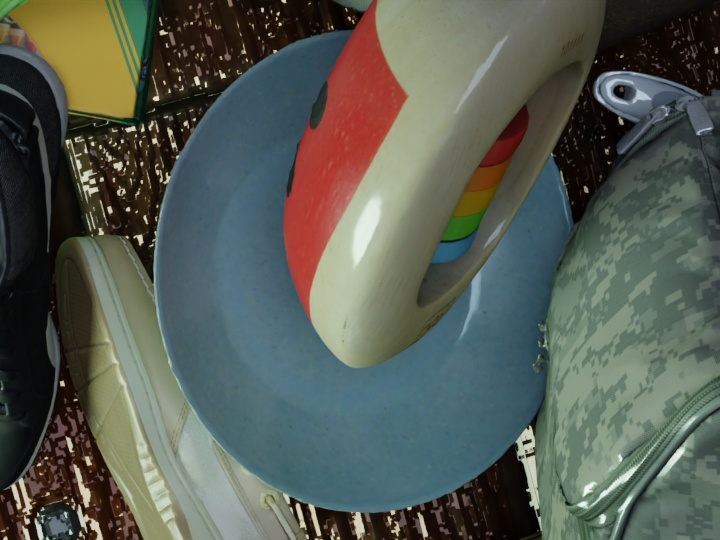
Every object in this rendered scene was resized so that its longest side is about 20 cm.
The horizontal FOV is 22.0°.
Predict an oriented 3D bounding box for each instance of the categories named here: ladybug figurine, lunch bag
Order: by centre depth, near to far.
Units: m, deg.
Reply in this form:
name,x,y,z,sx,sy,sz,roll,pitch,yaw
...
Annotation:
name,x,y,z,sx,sy,sz,roll,pitch,yaw
ladybug figurine,0.023,-0.047,0.700,0.072,0.136,0.201,36,129,14
lunch bag,0.140,0.047,0.706,0.138,0.201,0.169,5,127,-1

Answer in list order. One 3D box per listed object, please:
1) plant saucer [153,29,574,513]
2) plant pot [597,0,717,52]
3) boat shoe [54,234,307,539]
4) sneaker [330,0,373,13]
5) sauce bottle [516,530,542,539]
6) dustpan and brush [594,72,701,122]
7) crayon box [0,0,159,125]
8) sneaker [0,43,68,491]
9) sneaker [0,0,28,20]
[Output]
name,x,y,z,sx,sy,sz,roll,pitch,yaw
plant saucer,0.000,0.000,0.791,0.199,0.039,0.203,0,91,-25
plant pot,0.131,-0.186,0.754,0.200,0.187,0.187,-42,94,11
boat shoe,-0.070,0.073,0.799,0.069,0.074,0.202,-22,90,-26
sneaker,0.019,-0.193,0.699,0.073,0.079,0.202,-7,119,-35
sauce bottle,0.069,0.151,0.809,0.198,0.065,0.065,-20,93,-1
dustpan and brush,0.191,-0.049,0.801,0.198,0.057,0.141,17,91,-4
crayon box,-0.181,-0.136,0.783,0.198,0.058,0.120,8,92,-4
sneaker,-0.163,0.019,0.738,0.072,0.112,0.202,7,113,0
sneaker,-0.154,-0.130,0.693,0.199,0.084,0.077,-29,52,18
